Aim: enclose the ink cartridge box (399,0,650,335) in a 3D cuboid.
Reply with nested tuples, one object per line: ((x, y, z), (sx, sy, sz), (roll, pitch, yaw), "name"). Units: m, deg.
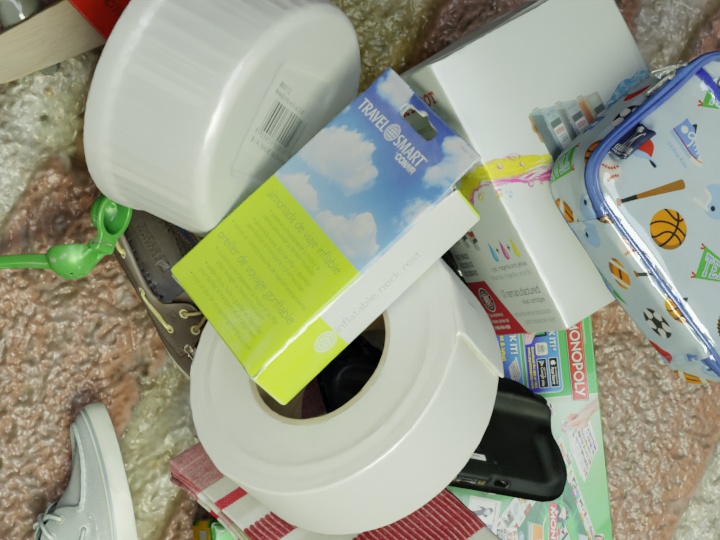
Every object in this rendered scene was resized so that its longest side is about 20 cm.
((0.126, -0.077, 1.339), (0.144, 0.145, 0.201), (-29, 95, -16), "ink cartridge box")

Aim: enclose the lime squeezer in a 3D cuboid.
((-0.193, -0.039, 1.387), (0.200, 0.071, 0.038), (-41, 136, 15), "lime squeezer")

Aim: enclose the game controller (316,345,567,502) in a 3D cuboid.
((0.061, 0.110, 1.382), (0.199, 0.042, 0.105), (13, 49, -31), "game controller")

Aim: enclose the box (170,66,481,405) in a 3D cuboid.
((-0.016, -0.025, 1.263), (0.200, 0.048, 0.122), (-43, 49, 1), "box")

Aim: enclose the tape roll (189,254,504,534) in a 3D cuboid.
((-0.011, 0.067, 1.280), (0.203, 0.202, 0.071), (-56, 139, -11), "tape roll")

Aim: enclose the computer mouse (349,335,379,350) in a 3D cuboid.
((-0.018, 0.059, 1.442), (0.138, 0.053, 0.201), (23, 82, 15), "computer mouse")

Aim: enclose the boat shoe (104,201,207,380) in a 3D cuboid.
((-0.122, 0.018, 1.406), (0.072, 0.060, 0.201), (-33, 78, -9), "boat shoe")

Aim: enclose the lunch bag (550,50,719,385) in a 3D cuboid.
((0.226, -0.038, 1.254), (0.160, 0.075, 0.201), (-38, 101, -18), "lunch bag")

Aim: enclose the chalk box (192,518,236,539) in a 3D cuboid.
((-0.013, 0.233, 1.390), (0.198, 0.124, 0.125), (-3, 84, -10), "chalk box")

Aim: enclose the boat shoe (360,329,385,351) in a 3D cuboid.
((0.000, 0.000, 1.405), (0.200, 0.073, 0.063), (36, 34, 25), "boat shoe")

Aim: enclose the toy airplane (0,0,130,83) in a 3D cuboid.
((-0.172, -0.208, 1.406), (0.199, 0.200, 0.142), (6, 42, -17), "toy airplane")

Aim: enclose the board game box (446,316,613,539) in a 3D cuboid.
((0.116, 0.117, 1.474), (0.134, 0.029, 0.202), (-4, 85, -12), "board game box")

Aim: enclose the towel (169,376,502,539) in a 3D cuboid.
((-0.016, 0.163, 1.327), (0.144, 0.023, 0.200), (-31, 58, -36), "towel")

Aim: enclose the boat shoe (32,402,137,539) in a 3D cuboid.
((-0.197, 0.197, 1.387), (0.071, 0.070, 0.202), (-6, 88, -15), "boat shoe")

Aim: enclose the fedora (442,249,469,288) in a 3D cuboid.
((0.110, -0.063, 1.459), (0.199, 0.092, 0.202), (1, 87, -16), "fedora")

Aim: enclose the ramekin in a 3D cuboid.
((-0.087, -0.115, 1.329), (0.097, 0.201, 0.201), (29, 78, 25), "ramekin")
